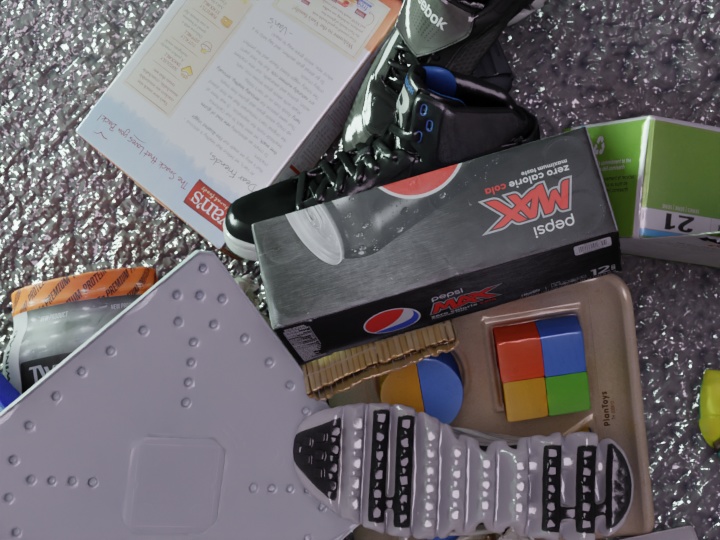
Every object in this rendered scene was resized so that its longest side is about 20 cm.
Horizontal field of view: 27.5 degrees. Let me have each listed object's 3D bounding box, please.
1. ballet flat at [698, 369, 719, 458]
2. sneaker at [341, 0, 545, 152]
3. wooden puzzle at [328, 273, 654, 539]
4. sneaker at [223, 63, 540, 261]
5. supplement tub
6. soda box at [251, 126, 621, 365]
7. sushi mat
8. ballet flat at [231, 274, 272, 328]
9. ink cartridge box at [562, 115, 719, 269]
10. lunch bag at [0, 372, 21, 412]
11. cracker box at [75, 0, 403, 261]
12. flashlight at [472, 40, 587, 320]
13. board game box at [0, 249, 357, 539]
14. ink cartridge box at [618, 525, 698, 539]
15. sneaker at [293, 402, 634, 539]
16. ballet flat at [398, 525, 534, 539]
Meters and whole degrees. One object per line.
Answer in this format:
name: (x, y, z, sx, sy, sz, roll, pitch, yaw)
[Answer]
ballet flat: (0.313, 0.070, 0.941, 0.198, 0.067, 0.068, -12, 64, 6)
sneaker: (0.047, -0.146, 0.907, 0.067, 0.090, 0.200, 47, 105, 18)
wooden puzzle: (0.080, 0.105, 0.931, 0.198, 0.046, 0.187, -7, 111, 6)
sneaker: (0.010, -0.070, 0.890, 0.198, 0.073, 0.113, -6, 127, 0)
supplement tub: (-0.161, 0.105, 0.949, 0.121, 0.123, 0.202, -12, 85, 4)
soda box: (0.044, -0.013, 0.835, 0.198, 0.063, 0.071, -16, 67, 6)
sushi mat: (0.000, 0.000, 0.926, 0.095, 0.201, 0.012, -20, 126, 5)
ballet flat: (-0.059, 0.091, 0.929, 0.071, 0.072, 0.201, -22, 110, 3)
ink cartridge box: (0.227, -0.045, 0.864, 0.146, 0.200, 0.077, 7, 86, -23)
lunch bag: (-0.275, 0.102, 0.924, 0.151, 0.094, 0.200, 48, 118, 18)
cracker box: (-0.075, -0.127, 0.983, 0.134, 0.058, 0.201, 38, 90, 14)
flashlight: (0.100, -0.062, 0.968, 0.067, 0.068, 0.202, -20, 80, 15)
board game box: (-0.112, 0.123, 0.865, 0.200, 0.026, 0.201, -40, 111, -10)
ink cartridge box: (0.128, 0.246, 0.892, 0.198, 0.177, 0.045, -13, 121, 4)
sneaker: (0.058, 0.122, 0.873, 0.198, 0.081, 0.076, 9, 84, 2)
ballet flat: (0.019, 0.190, 0.898, 0.198, 0.072, 0.072, -13, 85, -15)
